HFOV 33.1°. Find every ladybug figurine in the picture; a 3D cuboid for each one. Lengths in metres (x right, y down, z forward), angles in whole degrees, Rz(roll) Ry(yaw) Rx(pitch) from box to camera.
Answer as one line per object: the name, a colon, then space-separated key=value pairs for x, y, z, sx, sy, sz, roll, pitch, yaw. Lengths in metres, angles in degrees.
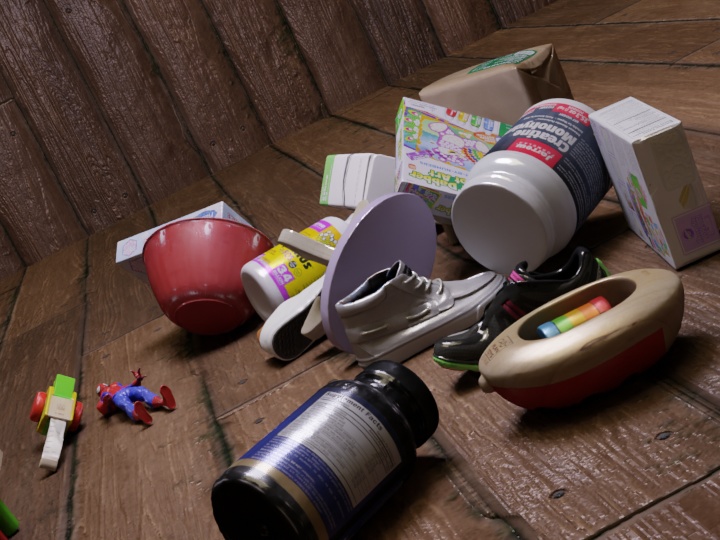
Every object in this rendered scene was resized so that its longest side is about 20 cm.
ladybug figurine: x=0.199 y=0.067 z=1.073 sx=0.199 sy=0.072 sz=0.136 roll=-25 pitch=14 yaw=1

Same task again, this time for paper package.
paper package: x=0.213 y=-0.215 z=1.787 sx=0.200 sy=0.191 sz=0.103 roll=-7 pitch=24 yaw=48

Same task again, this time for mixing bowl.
mixing bowl: x=-0.220 y=0.023 z=1.760 sx=0.199 sy=0.200 sz=0.109 roll=-19 pitch=52 yaw=23

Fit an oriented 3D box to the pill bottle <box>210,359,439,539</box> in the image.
pill bottle: x=-0.023 y=0.164 z=1.032 sx=0.112 sy=0.112 sz=0.200 roll=-10 pitch=21 yaw=47

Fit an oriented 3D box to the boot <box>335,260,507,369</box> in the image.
boot: x=0.071 y=0.029 z=1.370 sx=0.200 sy=0.096 sz=0.074 roll=-29 pitch=15 yaw=-14

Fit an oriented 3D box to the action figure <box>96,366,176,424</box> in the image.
action figure: x=-0.315 y=0.170 z=1.633 sx=0.065 sy=0.052 sz=0.200 roll=-38 pitch=16 yaw=-27

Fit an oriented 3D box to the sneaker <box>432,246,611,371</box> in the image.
sneaker: x=0.157 y=0.038 z=1.219 sx=0.199 sy=0.084 sz=0.077 roll=-27 pitch=14 yaw=-6

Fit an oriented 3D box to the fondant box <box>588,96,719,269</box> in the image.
fondant box: x=0.316 y=-0.100 z=1.310 sx=0.058 sy=0.145 sz=0.200 roll=-22 pitch=15 yaw=5

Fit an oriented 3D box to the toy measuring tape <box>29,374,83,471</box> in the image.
toy measuring tape: x=-0.415 y=0.216 z=1.633 sx=0.073 sy=0.074 sz=0.200 roll=-23 pitch=33 yaw=9

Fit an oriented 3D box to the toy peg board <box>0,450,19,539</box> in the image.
toy peg board: x=-0.475 y=0.321 z=1.332 sx=0.199 sy=0.098 sz=0.199 roll=-25 pitch=30 yaw=6

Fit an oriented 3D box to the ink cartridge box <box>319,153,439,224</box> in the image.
ink cartridge box: x=0.040 y=-0.124 z=1.836 sx=0.145 sy=0.084 sz=0.200 roll=10 pitch=2 yaw=-20

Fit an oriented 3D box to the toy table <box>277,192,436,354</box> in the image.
toy table: x=0.000 y=0.000 z=1.465 sx=0.200 sy=0.184 sz=0.117 roll=-55 pitch=27 yaw=-15

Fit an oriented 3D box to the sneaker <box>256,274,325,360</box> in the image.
sneaker: x=-0.054 y=0.040 z=1.584 sx=0.200 sy=0.073 sz=0.085 roll=-33 pitch=19 yaw=-21

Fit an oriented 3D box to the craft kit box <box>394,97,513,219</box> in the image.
craft kit box: x=0.142 y=-0.134 z=1.572 sx=0.199 sy=0.049 sz=0.198 roll=13 pitch=42 yaw=-9

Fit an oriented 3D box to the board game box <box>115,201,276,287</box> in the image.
board game box: x=-0.232 y=-0.010 z=1.845 sx=0.199 sy=0.200 sz=0.041 roll=-19 pitch=53 yaw=26

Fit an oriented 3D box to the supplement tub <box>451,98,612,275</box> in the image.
supplement tub: x=0.208 y=-0.100 z=1.423 sx=0.140 sy=0.141 sz=0.200 roll=-11 pitch=26 yaw=44

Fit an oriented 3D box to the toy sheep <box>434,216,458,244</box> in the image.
toy sheep: x=0.140 y=-0.117 z=1.688 sx=0.137 sy=0.138 sz=0.200 roll=-18 pitch=17 yaw=28

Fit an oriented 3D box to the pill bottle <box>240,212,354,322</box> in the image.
pill bottle: x=-0.061 y=-0.008 z=1.701 sx=0.200 sy=0.105 sz=0.104 roll=-32 pitch=16 yaw=-21
